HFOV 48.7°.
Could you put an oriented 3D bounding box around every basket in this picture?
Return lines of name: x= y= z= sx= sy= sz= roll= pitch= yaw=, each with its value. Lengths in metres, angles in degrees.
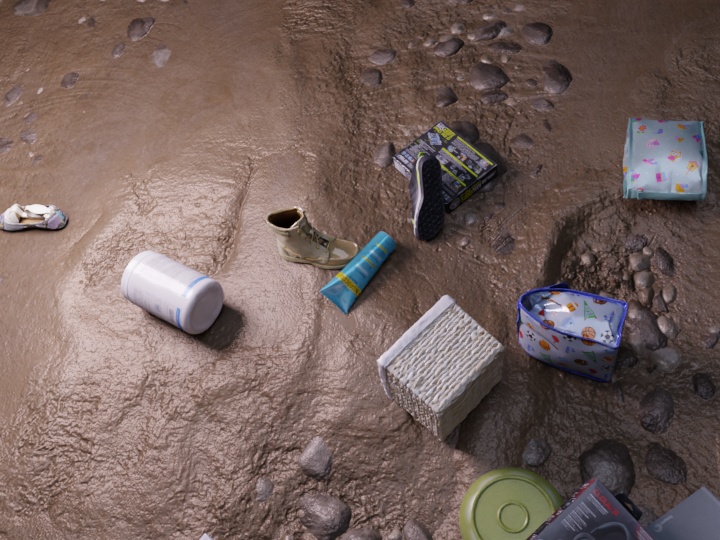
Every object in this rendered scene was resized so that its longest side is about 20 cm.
basket: x=0.161 y=0.192 z=1.549 sx=0.161 sy=0.198 sz=0.200 roll=39 pitch=73 yaw=24

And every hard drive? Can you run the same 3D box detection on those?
hard drive: x=0.603 y=0.481 z=1.349 sx=0.139 sy=0.033 sz=0.200 roll=-32 pitch=42 yaw=-7

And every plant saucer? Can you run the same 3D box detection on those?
plant saucer: x=0.281 y=0.456 z=1.462 sx=0.200 sy=0.031 sz=0.200 roll=-5 pitch=59 yaw=8

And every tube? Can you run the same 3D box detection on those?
tube: x=0.000 y=0.000 z=1.779 sx=0.077 sy=0.050 sz=0.200 roll=41 pitch=73 yaw=-3

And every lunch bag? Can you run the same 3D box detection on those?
lunch bag: x=0.662 y=-0.227 z=1.737 sx=0.170 sy=0.122 sz=0.200 roll=4 pitch=55 yaw=13
lunch bag: x=0.406 y=0.115 z=1.556 sx=0.200 sy=0.170 sz=0.124 roll=12 pitch=60 yaw=19

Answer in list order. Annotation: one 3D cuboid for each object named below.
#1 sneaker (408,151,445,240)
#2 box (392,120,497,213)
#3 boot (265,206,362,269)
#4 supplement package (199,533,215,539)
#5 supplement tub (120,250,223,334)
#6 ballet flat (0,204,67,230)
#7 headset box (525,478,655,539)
sneaker: x=0.148 y=-0.169 z=1.819 sx=0.072 sy=0.083 sz=0.200 roll=2 pitch=97 yaw=-21
box: x=0.200 y=-0.248 z=1.889 sx=0.160 sy=0.044 sz=0.200 roll=-38 pitch=60 yaw=-12
boot: x=-0.104 y=-0.075 z=1.782 sx=0.200 sy=0.155 sz=0.073 roll=8 pitch=62 yaw=16
supplement package: x=-0.263 y=0.619 z=1.408 sx=0.191 sy=0.147 sz=0.200 roll=36 pitch=72 yaw=27
supplement tub: x=-0.421 y=0.048 z=1.791 sx=0.200 sy=0.132 sz=0.132 roll=25 pitch=67 yaw=23
ballet flat: x=-0.849 y=-0.143 z=2.029 sx=0.200 sy=0.072 sz=0.072 roll=0 pitch=60 yaw=12
headset box: x=0.399 y=0.469 z=1.375 sx=0.200 sy=0.077 sz=0.149 roll=-40 pitch=76 yaw=-6
